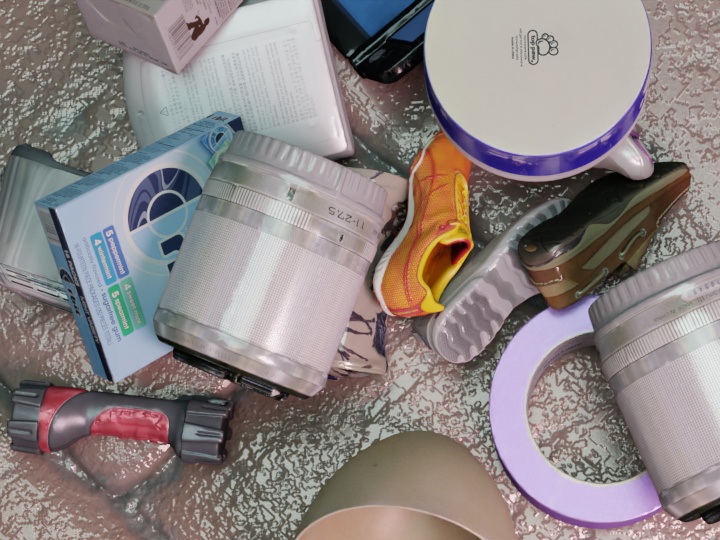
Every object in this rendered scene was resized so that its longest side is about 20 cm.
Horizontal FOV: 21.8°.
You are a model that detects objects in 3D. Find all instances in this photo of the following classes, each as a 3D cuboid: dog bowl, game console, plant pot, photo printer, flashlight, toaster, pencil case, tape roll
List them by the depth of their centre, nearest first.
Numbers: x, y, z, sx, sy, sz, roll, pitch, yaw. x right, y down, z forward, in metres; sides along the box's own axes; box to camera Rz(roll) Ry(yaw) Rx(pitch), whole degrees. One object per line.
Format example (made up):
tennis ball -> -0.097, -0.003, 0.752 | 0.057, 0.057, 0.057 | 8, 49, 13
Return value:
plant pot -> 0.047, 0.219, 1.612 | 0.198, 0.202, 0.135 | 7, 43, 7
dog bowl -> 0.153, -0.183, 1.615 | 0.198, 0.079, 0.202 | -1, 78, 5
tape roll -> 0.214, 0.126, 1.662 | 0.198, 0.066, 0.202 | -1, 77, 6
flashlight -> -0.219, 0.144, 1.701 | 0.198, 0.068, 0.068 | 8, 105, 6
pencil case -> 0.000, 0.000, 1.705 | 0.077, 0.089, 0.202 | 1, 76, 35
toaster -> -0.250, -0.025, 1.718 | 0.198, 0.114, 0.130 | 18, 84, 4
photo printer -> -0.118, -0.165, 1.734 | 0.198, 0.069, 0.168 | -14, 98, 5
game console -> 0.050, -0.283, 1.745 | 0.200, 0.176, 0.117 | -41, 105, -3

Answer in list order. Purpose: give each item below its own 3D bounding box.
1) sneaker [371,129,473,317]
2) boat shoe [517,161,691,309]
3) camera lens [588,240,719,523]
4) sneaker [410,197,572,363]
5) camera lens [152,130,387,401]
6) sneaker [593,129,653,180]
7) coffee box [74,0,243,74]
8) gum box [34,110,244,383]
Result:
sneaker -> 0.076, -0.043, 1.680 | 0.076, 0.073, 0.202 | -1, 59, 32
boat shoe -> 0.222, -0.032, 1.676 | 0.199, 0.075, 0.074 | -32, 111, -29
camera lens -> 0.293, 0.095, 1.538 | 0.159, 0.160, 0.202 | -23, 77, 0
sneaker -> 0.121, -0.001, 1.694 | 0.200, 0.082, 0.075 | -39, 115, -21
camera lens -> -0.078, 0.000, 1.602 | 0.159, 0.160, 0.202 | 21, 86, 10
sneaker -> 0.180, -0.115, 1.704 | 0.199, 0.075, 0.100 | 31, 89, 36
coffee box -> -0.155, -0.288, 1.689 | 0.112, 0.080, 0.201 | 25, 64, 28
gum box -> -0.172, -0.023, 1.654 | 0.199, 0.044, 0.171 | -30, 117, -28
